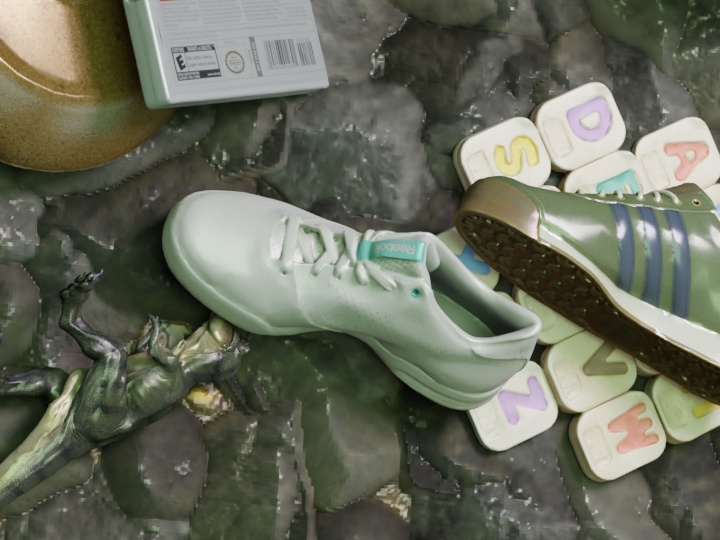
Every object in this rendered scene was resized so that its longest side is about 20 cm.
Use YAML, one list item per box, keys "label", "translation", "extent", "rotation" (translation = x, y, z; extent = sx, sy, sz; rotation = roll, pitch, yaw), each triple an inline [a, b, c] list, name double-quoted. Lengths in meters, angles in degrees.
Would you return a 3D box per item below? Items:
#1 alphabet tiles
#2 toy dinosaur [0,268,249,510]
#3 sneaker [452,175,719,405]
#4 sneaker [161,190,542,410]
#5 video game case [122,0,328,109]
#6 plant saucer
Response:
- label: "alphabet tiles"
  translation: [0.128, 0.006, 1.572]
  extent: [0.195, 0.015, 0.201]
  rotation: [-24, 92, -19]
- label: "toy dinosaur"
  translation: [-0.143, 0.057, 1.460]
  extent: [0.200, 0.047, 0.088]
  rotation: [-35, 103, -15]
- label: "sneaker"
  translation: [0.147, -0.012, 1.542]
  extent: [0.200, 0.067, 0.090]
  rotation: [32, 68, -13]
- label: "sneaker"
  translation: [0.000, 0.000, 1.481]
  extent: [0.199, 0.088, 0.076]
  rotation: [22, 61, -13]
- label: "video game case"
  translation: [-0.082, -0.185, 1.476]
  extent: [0.143, 0.018, 0.201]
  rotation: [-11, 88, -56]
- label: "plant saucer"
  translation: [-0.151, -0.151, 1.453]
  extent: [0.199, 0.035, 0.202]
  rotation: [5, 80, -34]
